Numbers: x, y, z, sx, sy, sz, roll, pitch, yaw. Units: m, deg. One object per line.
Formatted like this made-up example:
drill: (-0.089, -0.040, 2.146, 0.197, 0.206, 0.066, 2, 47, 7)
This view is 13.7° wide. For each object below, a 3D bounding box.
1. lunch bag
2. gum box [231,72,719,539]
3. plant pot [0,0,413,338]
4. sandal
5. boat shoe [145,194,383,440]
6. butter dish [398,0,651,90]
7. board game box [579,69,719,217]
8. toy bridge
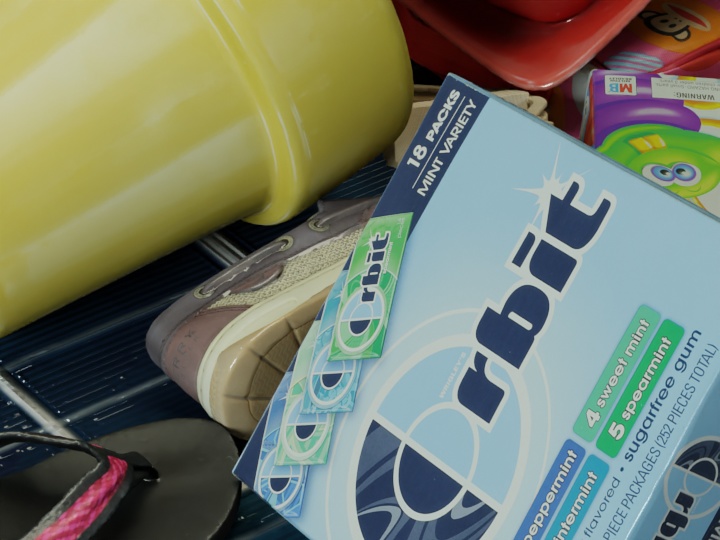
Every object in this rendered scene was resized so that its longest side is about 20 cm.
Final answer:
lunch bag: (0.098, -0.121, 1.362, 0.176, 0.082, 0.200, -20, 43, -31)
gum box: (0.056, 0.042, 1.027, 0.045, 0.170, 0.200, 25, 6, -37)
plant pot: (-0.112, -0.077, 1.186, 0.189, 0.201, 0.201, -40, 52, -19)
sandal: (-0.128, 0.089, 1.067, 0.200, 0.045, 0.075, -16, 40, -27)
boat shoe: (0.000, 0.000, 1.190, 0.065, 0.072, 0.200, 33, 46, 32)
butter dish: (0.066, -0.213, 1.270, 0.199, 0.148, 0.200, -44, 51, -4)
board game box: (0.133, 0.021, 1.148, 0.103, 0.105, 0.200, 5, 35, 0)
toy bridge: (0.042, -0.060, 1.245, 0.067, 0.027, 0.200, -7, 11, -19)
